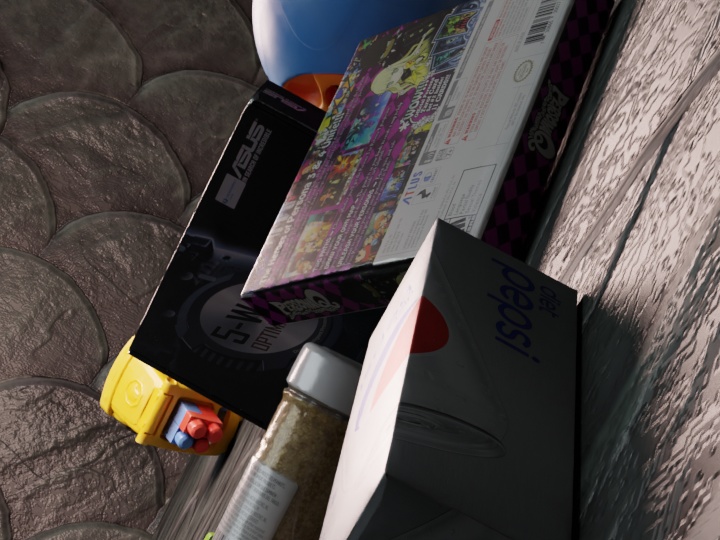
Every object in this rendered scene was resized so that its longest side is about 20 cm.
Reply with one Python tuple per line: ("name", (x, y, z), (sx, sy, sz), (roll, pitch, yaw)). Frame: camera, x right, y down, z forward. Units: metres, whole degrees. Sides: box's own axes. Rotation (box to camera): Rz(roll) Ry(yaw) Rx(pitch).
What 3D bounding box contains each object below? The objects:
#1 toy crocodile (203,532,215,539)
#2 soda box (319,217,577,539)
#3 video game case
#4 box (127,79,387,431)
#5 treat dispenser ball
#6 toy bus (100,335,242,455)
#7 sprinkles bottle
("toy crocodile", (-0.160, 0.313, 1.449), (0.201, 0.061, 0.068), (-60, 5, -12))
("soda box", (0.034, 0.058, 0.605), (0.064, 0.068, 0.200), (-61, 5, 25))
("video game case", (0.037, -0.067, 0.946), (0.180, 0.036, 0.201), (-11, 45, 44))
("box", (-0.037, 0.004, 1.091), (0.201, 0.159, 0.044), (-60, 1, 23))
("treat dispenser ball", (0.022, -0.184, 1.220), (0.202, 0.200, 0.201), (-63, 5, 9))
("toy bus", (-0.230, 0.194, 2.357), (0.192, 0.199, 0.136), (40, 107, 48))
("sprinkles bottle", (-0.045, 0.145, 0.991), (0.201, 0.068, 0.068), (-64, 5, -1))
